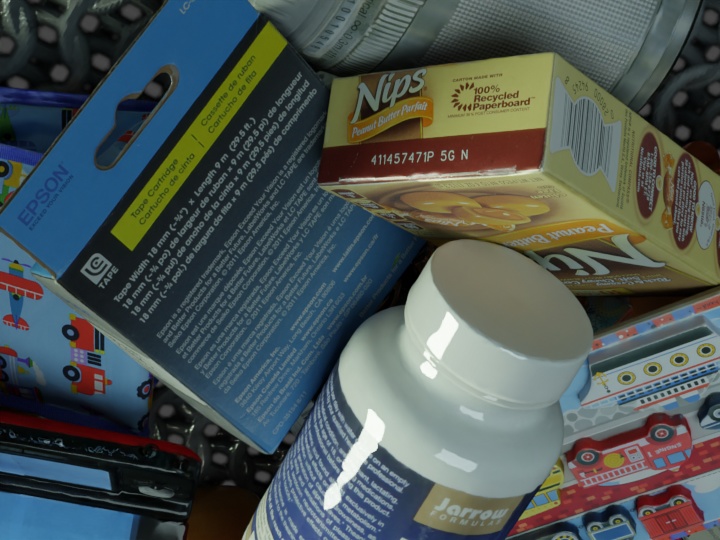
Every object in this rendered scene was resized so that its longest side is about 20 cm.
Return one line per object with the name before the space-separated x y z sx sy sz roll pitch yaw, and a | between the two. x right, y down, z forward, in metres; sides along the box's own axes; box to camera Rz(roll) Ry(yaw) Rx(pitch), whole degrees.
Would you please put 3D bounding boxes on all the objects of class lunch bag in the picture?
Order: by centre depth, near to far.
lunch bag | -0.193 -0.012 0.811 0.199 0.094 0.151 9 119 3

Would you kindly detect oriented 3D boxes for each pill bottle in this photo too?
pill bottle | 0.027 0.088 0.749 0.110 0.111 0.201 15 124 -21

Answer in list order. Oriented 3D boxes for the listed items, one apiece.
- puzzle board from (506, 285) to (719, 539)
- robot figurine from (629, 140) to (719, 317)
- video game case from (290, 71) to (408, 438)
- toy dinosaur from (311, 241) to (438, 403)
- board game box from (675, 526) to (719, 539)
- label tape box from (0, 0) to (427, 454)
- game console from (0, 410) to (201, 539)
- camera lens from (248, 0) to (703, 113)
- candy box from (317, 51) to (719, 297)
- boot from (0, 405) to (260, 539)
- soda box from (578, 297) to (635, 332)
puzzle board | 0.139 0.091 0.817 0.199 0.017 0.151 -22 125 19
robot figurine | 0.222 -0.010 0.871 0.199 0.116 0.144 -27 88 -41
video game case | -0.005 -0.011 0.896 0.181 0.024 0.200 -33 121 6
toy dinosaur | 0.000 0.000 0.853 0.199 0.102 0.136 27 96 -4
board game box | 0.184 0.163 0.958 0.200 0.046 0.151 -54 144 -5
label tape box | -0.069 -0.030 0.715 0.145 0.063 0.200 -53 133 -11
game console | -0.190 0.141 0.817 0.199 0.172 0.119 10 75 -5
camera lens | 0.051 -0.155 0.744 0.199 0.160 0.161 15 115 -21
candy box | 0.086 -0.036 0.736 0.200 0.115 0.056 25 70 -51
boot | -0.166 0.126 0.911 0.200 0.071 0.145 -21 116 -6
soda box | 0.085 0.100 0.906 0.200 0.064 0.068 -47 127 -4
